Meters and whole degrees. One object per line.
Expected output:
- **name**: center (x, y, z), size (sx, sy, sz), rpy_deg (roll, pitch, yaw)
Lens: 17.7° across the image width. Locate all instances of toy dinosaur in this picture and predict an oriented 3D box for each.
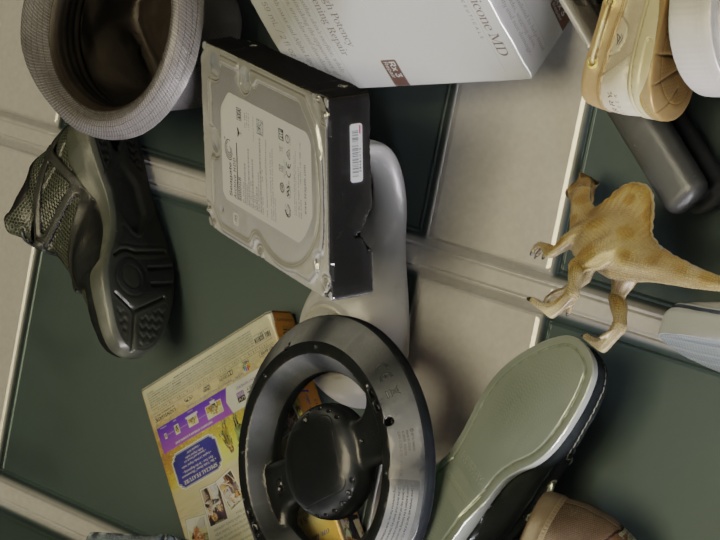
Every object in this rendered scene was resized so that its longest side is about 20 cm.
- **toy dinosaur**: center (0.155, -0.006, 1.422), size (0.101, 0.058, 0.200), rpy_deg (-56, 33, 5)

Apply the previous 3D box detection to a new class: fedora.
- **fedora**: center (-0.159, -0.183, 1.718), size (0.200, 0.090, 0.178), rpy_deg (24, 103, 45)

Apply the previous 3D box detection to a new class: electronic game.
- **electronic game**: center (-0.019, 0.131, 1.579), size (0.199, 0.041, 0.201), rpy_deg (-4, 85, 50)

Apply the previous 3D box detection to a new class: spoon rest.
- **spoon rest**: center (0.000, 0.000, 1.612), size (0.099, 0.060, 0.201), rpy_deg (21, 115, 40)

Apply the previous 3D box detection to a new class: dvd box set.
- **dvd box set**: center (-0.077, 0.149, 1.678), size (0.146, 0.029, 0.201), rpy_deg (-32, 68, 34)

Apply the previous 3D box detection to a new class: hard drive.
- **hard drive**: center (-0.053, -0.073, 1.574), size (0.200, 0.038, 0.141), rpy_deg (33, 127, 58)

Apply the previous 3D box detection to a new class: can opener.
- **can opener**: center (0.179, -0.132, 1.458), size (0.067, 0.053, 0.201), rpy_deg (-43, 64, 31)

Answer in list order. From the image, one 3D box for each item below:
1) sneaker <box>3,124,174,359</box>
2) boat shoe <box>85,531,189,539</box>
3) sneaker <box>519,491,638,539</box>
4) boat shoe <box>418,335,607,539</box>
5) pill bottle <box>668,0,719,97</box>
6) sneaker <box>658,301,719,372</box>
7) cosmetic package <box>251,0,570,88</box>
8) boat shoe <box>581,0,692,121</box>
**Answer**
- **sneaker**: center (-0.209, -0.014, 1.768), size (0.114, 0.076, 0.200), rpy_deg (-31, 67, 37)
- **boat shoe**: center (-0.103, 0.238, 1.615), size (0.071, 0.199, 0.091), rpy_deg (137, 141, -63)
- **sneaker**: center (0.122, 0.244, 1.484), size (0.075, 0.070, 0.201), rpy_deg (20, 112, 17)
- **boat shoe**: center (0.103, 0.121, 1.510), size (0.200, 0.060, 0.076), rpy_deg (-49, 46, 31)
- **pill bottle**: center (0.285, -0.146, 1.333), size (0.199, 0.109, 0.110), rpy_deg (4, 91, 40)
- **sneaker**: center (0.271, 0.029, 1.376), size (0.199, 0.073, 0.071), rpy_deg (4, 65, 41)
- **cosmetic package**: center (0.031, -0.182, 1.544), size (0.199, 0.102, 0.074), rpy_deg (1, 45, 42)
- **boat shoe**: center (0.179, -0.189, 1.421), size (0.069, 0.074, 0.201), rpy_deg (5, 70, 35)
